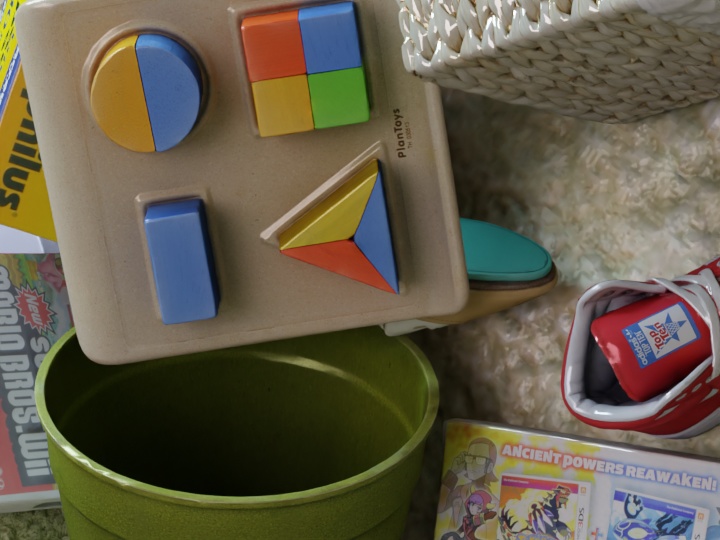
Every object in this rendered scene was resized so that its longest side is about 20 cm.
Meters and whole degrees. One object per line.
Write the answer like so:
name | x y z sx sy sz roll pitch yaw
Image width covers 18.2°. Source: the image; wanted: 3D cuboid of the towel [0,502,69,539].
towel | -0.167 0.100 1.235 0.036 0.200 0.149 -30 69 41

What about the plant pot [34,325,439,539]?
plant pot | -0.065 0.139 1.159 0.200 0.200 0.194 27 127 35

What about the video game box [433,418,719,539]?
video game box | 0.122 0.176 1.109 0.199 0.047 0.183 7 93 37

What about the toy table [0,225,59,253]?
toy table | -0.258 0.033 1.360 0.184 0.117 0.201 -29 71 32

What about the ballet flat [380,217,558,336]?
ballet flat | 0.000 0.000 1.152 0.199 0.069 0.063 11 122 3

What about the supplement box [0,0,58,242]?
supplement box | -0.152 -0.085 1.234 0.200 0.109 0.109 -132 60 -72

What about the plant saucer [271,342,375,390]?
plant saucer | -0.031 -0.033 1.245 0.200 0.037 0.201 -4 83 37

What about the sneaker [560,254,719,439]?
sneaker | 0.177 0.010 1.039 0.200 0.112 0.071 -46 62 25

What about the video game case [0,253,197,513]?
video game case | -0.156 0.058 1.229 0.017 0.200 0.144 -32 68 41

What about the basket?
basket | 0.120 -0.181 1.045 0.160 0.200 0.199 -17 76 36

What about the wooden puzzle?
wooden puzzle | -0.057 -0.050 1.076 0.199 0.046 0.186 -7 107 6
